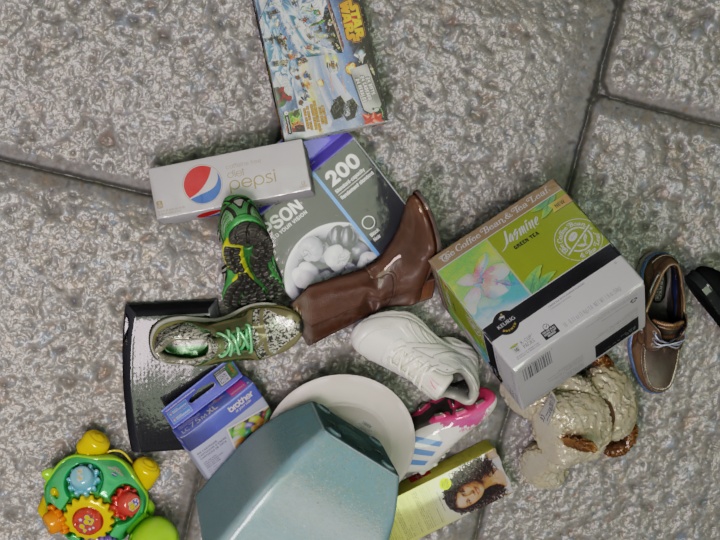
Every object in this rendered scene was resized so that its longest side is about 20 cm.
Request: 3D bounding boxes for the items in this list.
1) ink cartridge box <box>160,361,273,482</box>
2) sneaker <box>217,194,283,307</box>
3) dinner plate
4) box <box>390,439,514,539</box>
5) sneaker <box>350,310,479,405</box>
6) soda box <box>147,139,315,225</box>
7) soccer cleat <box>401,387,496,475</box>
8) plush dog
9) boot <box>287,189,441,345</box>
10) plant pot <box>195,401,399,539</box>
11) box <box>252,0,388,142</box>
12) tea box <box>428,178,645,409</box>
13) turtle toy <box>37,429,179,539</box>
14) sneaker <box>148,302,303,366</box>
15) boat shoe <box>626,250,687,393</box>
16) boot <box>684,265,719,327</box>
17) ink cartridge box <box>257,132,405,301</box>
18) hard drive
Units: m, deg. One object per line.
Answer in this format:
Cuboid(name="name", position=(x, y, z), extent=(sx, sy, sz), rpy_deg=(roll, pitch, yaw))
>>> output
Cuboid(name="ink cartridge box", position=(-0.160, 0.225, 1.671), extent=(0.119, 0.042, 0.200), rpy_deg=(-37, 115, -15))
Cuboid(name="sneaker", position=(-0.140, -0.021, 1.613), extent=(0.078, 0.200, 0.085), rpy_deg=(-7, 57, -10))
Cuboid(name="dinner plate", position=(-0.026, 0.231, 1.669), extent=(0.200, 0.024, 0.200), rpy_deg=(-3, 109, -8))
Cuboid(name="box", position=(0.104, 0.310, 1.754), extent=(0.200, 0.050, 0.075), rpy_deg=(-26, 102, -4))
Cuboid(name="sneaker", position=(0.081, 0.119, 1.673), extent=(0.200, 0.099, 0.078), rpy_deg=(20, 117, -24))
Cuboid(name="soda box", position=(-0.162, -0.110, 1.617), extent=(0.200, 0.064, 0.068), rpy_deg=(-11, 85, 3))
Cuboid(name="soccer cleat", position=(0.098, 0.225, 1.738), extent=(0.200, 0.070, 0.086), rpy_deg=(-24, 117, -3))
Cuboid(name="plush dog", position=(0.305, 0.191, 1.733), extent=(0.172, 0.160, 0.200), rpy_deg=(-25, 105, -32))
Cuboid(name="boot", position=(0.000, 0.000, 1.636), extent=(0.200, 0.064, 0.187), rpy_deg=(-17, 130, -17))
Cuboid(name="plant pot", position=(-0.062, 0.282, 1.573), extent=(0.196, 0.196, 0.200), rpy_deg=(33, 96, -17))
Cuboid(name="box", position=(-0.052, -0.271, 1.629), extent=(0.137, 0.040, 0.200), rpy_deg=(-12, 90, -7))
Cuboid(name="tea box", position=(0.227, 0.030, 1.640), extent=(0.200, 0.134, 0.197), rpy_deg=(-34, 60, -6))
Cuboid(name="turtle toy", position=(-0.321, 0.308, 1.643), extent=(0.200, 0.101, 0.146), rpy_deg=(30, 108, -12))
Cuboid(name="sneaker", position=(-0.170, 0.092, 1.604), extent=(0.200, 0.089, 0.077), rpy_deg=(-10, 103, 0))
Cuboid(name="boat shoe", position=(0.409, 0.076, 1.755), extent=(0.072, 0.072, 0.200), rpy_deg=(-5, 99, -8))
Cuboid(name="boot", position=(0.548, 0.017, 1.747), extent=(0.162, 0.073, 0.198), rpy_deg=(-42, 126, 6))
Cuboid(name="ink cartridge box", position=(-0.058, -0.079, 1.672), extent=(0.198, 0.043, 0.200), rpy_deg=(-40, 101, -1))
Cuboid(name="hard drive", position=(-0.243, 0.141, 1.675), extent=(0.135, 0.042, 0.200), rpy_deg=(-2, 99, -9))
